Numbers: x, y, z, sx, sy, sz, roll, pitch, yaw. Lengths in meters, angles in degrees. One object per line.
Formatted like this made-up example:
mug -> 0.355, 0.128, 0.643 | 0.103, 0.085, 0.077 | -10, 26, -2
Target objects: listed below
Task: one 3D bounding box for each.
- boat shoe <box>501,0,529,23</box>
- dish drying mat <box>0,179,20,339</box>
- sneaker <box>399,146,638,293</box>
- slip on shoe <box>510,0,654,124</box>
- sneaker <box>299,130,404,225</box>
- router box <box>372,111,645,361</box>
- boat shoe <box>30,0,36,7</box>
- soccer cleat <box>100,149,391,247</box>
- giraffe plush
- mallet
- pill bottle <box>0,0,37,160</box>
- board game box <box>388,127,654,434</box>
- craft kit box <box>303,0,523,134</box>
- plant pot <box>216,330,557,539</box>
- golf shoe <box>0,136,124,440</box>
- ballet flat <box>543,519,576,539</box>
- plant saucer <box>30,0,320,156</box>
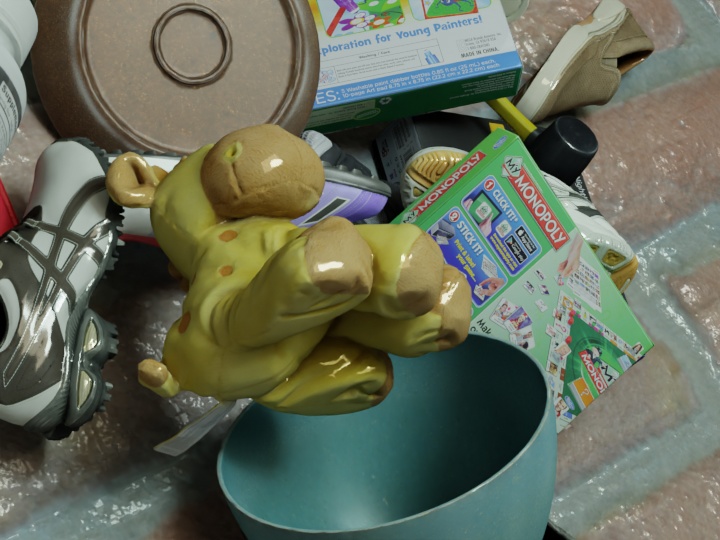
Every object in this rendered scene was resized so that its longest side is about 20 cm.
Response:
boat shoe -> 0.060, -0.281, 1.544 | 0.200, 0.072, 0.060 | 38, 38, -15
dish drying mat -> -0.233, -0.018, 1.156 | 0.077, 0.018, 0.200 | -10, 67, -41
sneaker -> 0.098, -0.039, 1.324 | 0.200, 0.076, 0.088 | 27, 24, -33
slip on shoe -> 0.180, -0.159, 1.550 | 0.061, 0.076, 0.200 | 41, 35, 2
sneaker -> 0.000, 0.000, 1.285 | 0.114, 0.075, 0.200 | 19, 48, -24
router box -> 0.107, -0.017, 1.400 | 0.157, 0.052, 0.200 | 6, 57, -36
boat shoe -> -0.186, -0.203, 1.290 | 0.072, 0.068, 0.200 | -29, 80, -46
soccer cleat -> -0.081, -0.035, 1.214 | 0.200, 0.068, 0.073 | 2, 85, -7
giraffe plush -> -0.056, -0.010, 1.104 | 0.173, 0.200, 0.162 | 41, 25, -57
mallet -> 0.084, -0.128, 1.405 | 0.200, 0.066, 0.041 | 42, 38, 17
pill bottle -> -0.258, -0.083, 1.099 | 0.111, 0.111, 0.200 | 31, 53, -17
board game box -> 0.097, 0.023, 1.269 | 0.135, 0.029, 0.200 | -42, 121, -9
craft kit box -> -0.007, -0.197, 1.378 | 0.200, 0.049, 0.198 | -11, 66, -8
plant pot -> 0.029, 0.145, 1.145 | 0.200, 0.200, 0.135 | -50, 132, -47
golf shoe -> -0.191, -0.003, 1.110 | 0.094, 0.078, 0.200 | 17, 49, -28
ballet flat -> 0.081, 0.140, 1.263 | 0.200, 0.057, 0.066 | 44, 42, -4
plant saucer -> -0.115, -0.146, 1.263 | 0.200, 0.034, 0.200 | 2, 84, -22
